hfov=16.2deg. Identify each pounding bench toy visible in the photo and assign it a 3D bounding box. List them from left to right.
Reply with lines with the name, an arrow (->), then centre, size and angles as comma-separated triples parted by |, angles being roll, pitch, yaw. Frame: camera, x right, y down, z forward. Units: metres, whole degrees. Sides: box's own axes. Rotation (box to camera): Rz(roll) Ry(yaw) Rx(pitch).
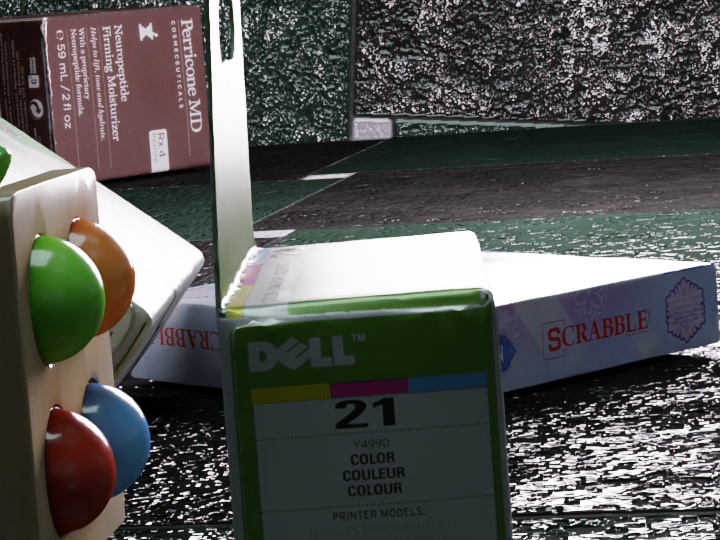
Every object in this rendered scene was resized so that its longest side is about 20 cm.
pounding bench toy -> -0.155, -0.001, 0.821 | 0.155, 0.201, 0.124 | -4, 6, 7

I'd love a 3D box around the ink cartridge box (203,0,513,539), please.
ink cartridge box -> 0.000, 0.000, 0.718 | 0.075, 0.201, 0.148 | -4, 7, 2

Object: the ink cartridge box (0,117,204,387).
ink cartridge box -> -0.154, -0.002, 1.057 | 0.146, 0.083, 0.200 | 34, 7, -1

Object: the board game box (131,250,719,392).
board game box -> 0.029, 0.024, 1.183 | 0.199, 0.041, 0.200 | -10, 9, -43

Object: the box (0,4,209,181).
box -> -0.277, -0.174, 2.507 | 0.199, 0.167, 0.164 | -11, 9, -43
